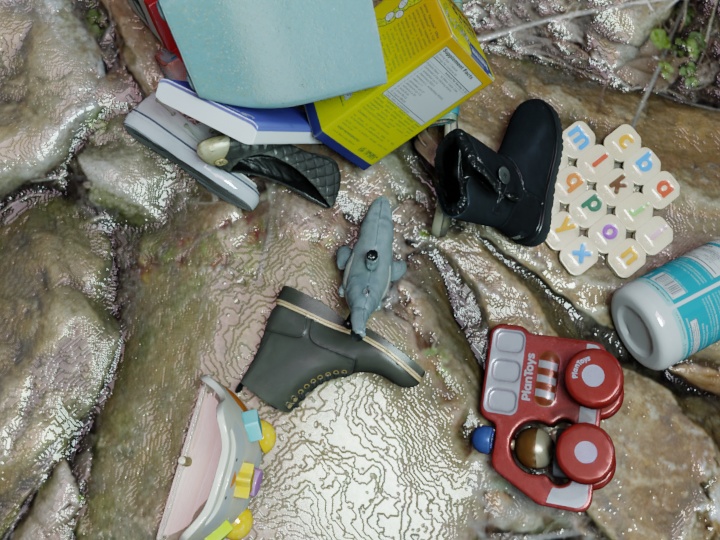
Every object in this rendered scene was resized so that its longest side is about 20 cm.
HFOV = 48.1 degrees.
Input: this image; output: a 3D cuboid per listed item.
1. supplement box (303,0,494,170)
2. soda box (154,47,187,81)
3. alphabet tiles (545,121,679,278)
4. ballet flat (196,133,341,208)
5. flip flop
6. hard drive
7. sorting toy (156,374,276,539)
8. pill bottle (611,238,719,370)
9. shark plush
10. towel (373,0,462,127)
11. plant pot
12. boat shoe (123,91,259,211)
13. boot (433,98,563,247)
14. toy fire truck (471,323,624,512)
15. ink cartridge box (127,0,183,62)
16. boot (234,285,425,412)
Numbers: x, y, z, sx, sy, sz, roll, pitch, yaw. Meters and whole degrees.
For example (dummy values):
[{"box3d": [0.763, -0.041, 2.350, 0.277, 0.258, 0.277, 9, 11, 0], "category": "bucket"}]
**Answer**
[{"box3d": [0.038, -0.230, 0.951, 0.198, 0.108, 0.111, -31, 58, 24], "category": "supplement box"}, {"box3d": [-0.154, -0.283, 1.013, 0.199, 0.063, 0.069, -34, 126, -12], "category": "soda box"}, {"box3d": [0.314, -0.093, 1.056, 0.195, 0.015, 0.201, -37, 83, -9], "category": "alphabet tiles"}, {"box3d": [-0.102, -0.121, 0.957, 0.198, 0.066, 0.058, 10, 71, -37], "category": "ballet flat"}, {"box3d": [0.095, -0.143, 1.022, 0.056, 0.081, 0.204, 4, 82, 10], "category": "flip flop"}, {"box3d": [-0.124, -0.181, 0.934, 0.131, 0.199, 0.026, 28, 108, 17], "category": "hard drive"}, {"box3d": [-0.155, 0.216, 0.856, 0.105, 0.180, 0.203, 15, 77, -2], "category": "sorting toy"}, {"box3d": [0.418, 0.033, 0.989, 0.197, 0.111, 0.112, -24, 80, -10], "category": "pill bottle"}, {"box3d": [0.000, 0.000, 0.935, 0.090, 0.084, 0.201, 23, 42, 6], "category": "shark plush"}, {"box3d": [0.065, -0.270, 1.027, 0.145, 0.022, 0.204, -6, 72, 34], "category": "towel"}, {"box3d": [-0.108, -0.287, 0.833, 0.197, 0.197, 0.198, -22, 48, -5], "category": "plant pot"}, {"box3d": [-0.197, -0.153, 0.989, 0.198, 0.074, 0.067, 34, 79, 3], "category": "boat shoe"}, {"box3d": [0.168, -0.141, 0.979, 0.167, 0.076, 0.204, 19, 72, -40], "category": "boot"}, {"box3d": [0.220, 0.172, 0.952, 0.165, 0.112, 0.204, 6, 75, 21], "category": "toy fire truck"}, {"box3d": [-0.216, -0.343, 0.986, 0.115, 0.068, 0.200, -33, 50, -11], "category": "ink cartridge box"}, {"box3d": [-0.036, 0.125, 0.950, 0.198, 0.078, 0.140, 26, 80, 14], "category": "boot"}]
